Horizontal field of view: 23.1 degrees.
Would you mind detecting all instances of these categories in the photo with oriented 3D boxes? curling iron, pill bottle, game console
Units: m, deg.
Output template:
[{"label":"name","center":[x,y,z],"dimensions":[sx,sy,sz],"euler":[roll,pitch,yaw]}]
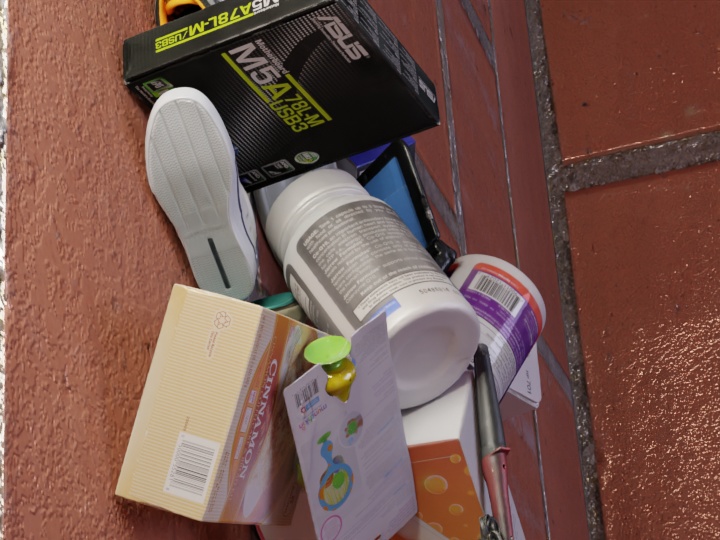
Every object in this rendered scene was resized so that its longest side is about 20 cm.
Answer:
[{"label":"curling iron","center":[0.108,0.152,1.424],"dimensions":[0.050,0.025,0.202],"euler":[56,29,-59]},{"label":"pill bottle","center":[0.005,0.010,1.463],"dimensions":[0.200,0.113,0.114],"euler":[53,-6,40]},{"label":"game console","center":[0.000,0.000,1.691],"dimensions":[0.176,0.116,0.200],"euler":[-52,-176,-26]},{"label":"pill bottle","center":[0.084,0.089,1.612],"dimensions":[0.200,0.111,0.112],"euler":[-54,137,-38]}]

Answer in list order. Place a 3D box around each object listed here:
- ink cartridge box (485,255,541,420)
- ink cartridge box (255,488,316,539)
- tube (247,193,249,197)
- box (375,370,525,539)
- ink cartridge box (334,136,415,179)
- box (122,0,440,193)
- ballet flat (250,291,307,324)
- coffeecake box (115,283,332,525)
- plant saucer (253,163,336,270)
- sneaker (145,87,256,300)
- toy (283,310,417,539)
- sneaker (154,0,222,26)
[{"label":"ink cartridge box","center":[0.075,0.092,1.799],"dimensions":[0.086,0.199,0.148],"euler":[29,48,-44]},{"label":"ink cartridge box","center":[-0.031,0.186,1.575],"dimensions":[0.201,0.082,0.148],"euler":[-78,153,-56]},{"label":"tube","center":[-0.116,-0.163,1.568],"dimensions":[0.052,0.057,0.202],"euler":[136,-42,-59]},{"label":"box","center":[0.057,0.200,1.491],"dimensions":[0.098,0.123,0.201],"euler":[-73,148,-57]},{"label":"ink cartridge box","center":[0.013,-0.072,1.845],"dimensions":[0.099,0.039,0.202],"euler":[-27,126,-43]},{"label":"box","center":[-0.061,-0.150,1.421],"dimensions":[0.200,0.191,0.048],"euler":[44,36,-53]},{"label":"ballet flat","center":[-0.092,0.058,1.470],"dimensions":[0.200,0.069,0.070],"euler":[-13,93,-68]},{"label":"coffeecake box","center":[-0.092,0.105,1.306],"dimensions":[0.200,0.072,0.155],"euler":[29,76,-72]},{"label":"plant saucer","center":[-0.058,-0.093,1.740],"dimensions":[0.200,0.050,0.202],"euler":[-11,90,-76]},{"label":"sneaker","center":[-0.129,-0.068,1.423],"dimensions":[0.071,0.072,0.201],"euler":[-97,178,-52]},{"label":"toy","center":[-0.016,0.136,1.354],"dimensions":[0.115,0.047,0.202],"euler":[-37,135,-36]},{"label":"sneaker","center":[-0.140,-0.245,1.479],"dimensions":[0.077,0.078,0.202],"euler":[1,76,-65]}]
